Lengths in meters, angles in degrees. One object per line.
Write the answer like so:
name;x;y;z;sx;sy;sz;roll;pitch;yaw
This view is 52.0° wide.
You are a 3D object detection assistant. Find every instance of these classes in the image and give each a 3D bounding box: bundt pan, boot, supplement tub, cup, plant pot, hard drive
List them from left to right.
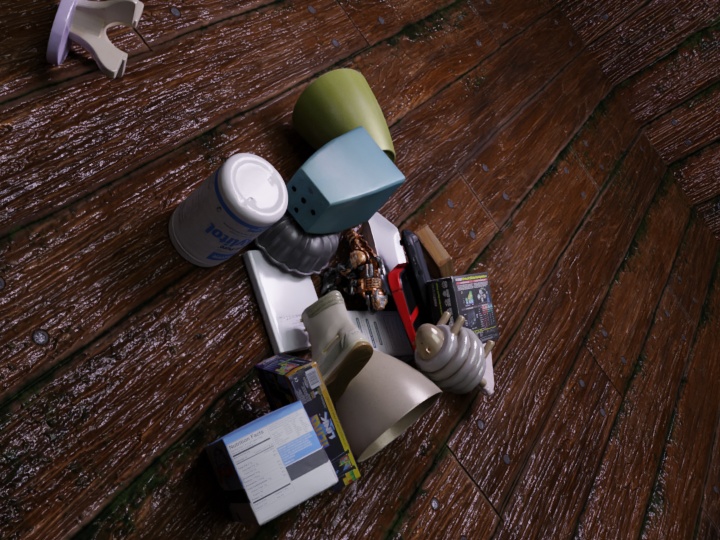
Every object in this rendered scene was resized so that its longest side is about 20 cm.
supplement tub;-0.230;-0.101;1.275;0.132;0.200;0.133;22;53;-33
hard drive;-0.138;0.054;1.402;0.132;0.027;0.201;-7;72;-46
bundt pan;-0.121;-0.092;1.437;0.201;0.076;0.203;28;39;-26
boot;-0.075;0.150;1.325;0.072;0.200;0.155;21;28;-43
plant pot;-0.048;-0.158;1.400;0.141;0.141;0.200;51;41;7
plant pot;-0.017;-0.285;1.553;0.187;0.187;0.200;-4;51;-45
cup;0.029;0.233;1.357;0.200;0.201;0.143;-20;63;-47

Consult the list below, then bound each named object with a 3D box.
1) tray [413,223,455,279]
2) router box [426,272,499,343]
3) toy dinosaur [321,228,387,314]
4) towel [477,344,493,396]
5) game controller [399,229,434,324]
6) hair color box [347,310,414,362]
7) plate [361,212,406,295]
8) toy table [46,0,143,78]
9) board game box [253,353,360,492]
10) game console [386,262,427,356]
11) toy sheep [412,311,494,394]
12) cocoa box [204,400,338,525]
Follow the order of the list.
tray;0.168;-0.018;1.624;0.099;0.037;0.200;57;-1;24
router box;0.218;0.085;1.550;0.200;0.062;0.151;-4;84;-59
toy dinosaur;0.000;0.000;1.477;0.102;0.136;0.201;26;43;-26
towel;0.223;0.159;1.641;0.200;0.032;0.191;46;23;-15
game controller;0.121;0.012;1.540;0.104;0.042;0.201;-116;-171;-80
hair color box;0.026;0.137;1.483;0.199;0.060;0.100;4;61;-43
plate;0.056;-0.024;1.583;0.199;0.032;0.201;31;42;-64
toy table;-0.455;-0.424;1.278;0.117;0.184;0.201;17;67;-17
board game box;-0.090;0.240;1.193;0.057;0.165;0.201;-25;99;-26
game console;0.102;0.078;1.509;0.200;0.031;0.178;-39;113;-76
toy sheep;0.177;0.164;1.390;0.200;0.138;0.138;37;46;-24
cocoa box;-0.141;0.290;1.112;0.133;0.200;0.132;-23;82;-24
